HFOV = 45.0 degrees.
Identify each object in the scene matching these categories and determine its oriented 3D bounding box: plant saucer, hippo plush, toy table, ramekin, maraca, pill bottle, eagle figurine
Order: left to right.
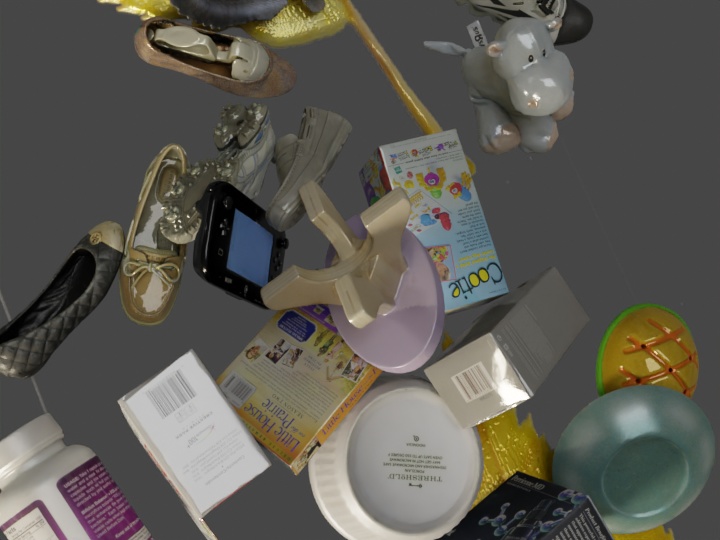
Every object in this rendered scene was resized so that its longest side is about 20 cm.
[{"bbox_3d":[-0.292,0.248,0.869,0.112,0.112,0.201,-34,88,-18],"label":"pill bottle"},{"bbox_3d":[-0.130,-0.375,1.037,0.198,0.152,0.152,-8,108,4],"label":"eagle figurine"},{"bbox_3d":[0.000,0.000,0.903,0.184,0.117,0.200,-45,50,8],"label":"toy table"},{"bbox_3d":[0.046,0.212,0.972,0.200,0.094,0.205,3,77,-14],"label":"ramekin"},{"bbox_3d":[0.209,-0.255,1.077,0.158,0.161,0.201,-25,85,-17],"label":"hippo plush"},{"bbox_3d":[0.326,0.233,1.016,0.199,0.039,0.203,-1,110,-4],"label":"plant saucer"},{"bbox_3d":[0.346,0.141,1.058,0.136,0.107,0.202,12,84,-10],"label":"maraca"}]

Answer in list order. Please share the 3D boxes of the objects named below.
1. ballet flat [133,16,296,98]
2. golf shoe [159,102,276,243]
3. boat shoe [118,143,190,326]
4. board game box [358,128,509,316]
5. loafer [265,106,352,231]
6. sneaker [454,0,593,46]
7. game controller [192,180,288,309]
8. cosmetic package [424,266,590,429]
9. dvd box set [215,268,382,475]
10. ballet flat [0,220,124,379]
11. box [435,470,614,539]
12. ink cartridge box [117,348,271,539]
[{"bbox_3d":[-0.169,-0.254,1.030,0.198,0.067,0.069,9,77,-13],"label":"ballet flat"},{"bbox_3d":[-0.146,-0.093,0.978,0.078,0.098,0.201,11,56,30],"label":"golf shoe"},{"bbox_3d":[-0.226,-0.040,0.972,0.072,0.063,0.203,14,75,-11],"label":"boat shoe"},{"bbox_3d":[0.083,-0.048,1.031,0.104,0.103,0.202,-14,82,-17],"label":"board game box"},{"bbox_3d":[-0.072,-0.121,1.001,0.069,0.070,0.201,28,43,-4],"label":"loafer"},{"bbox_3d":[0.227,-0.358,1.144,0.198,0.088,0.075,12,74,-13],"label":"sneaker"},{"bbox_3d":[-0.125,-0.022,0.934,0.042,0.200,0.105,-5,76,15],"label":"game controller"},{"bbox_3d":[0.170,0.083,0.981,0.200,0.107,0.091,-30,85,-50],"label":"cosmetic package"},{"bbox_3d":[-0.059,0.106,0.962,0.146,0.029,0.200,29,68,32],"label":"dvd box set"},{"bbox_3d":[-0.321,0.027,0.929,0.066,0.057,0.201,21,70,34],"label":"ballet flat"},{"bbox_3d":[0.161,0.330,0.939,0.199,0.148,0.108,-34,99,-19],"label":"box"},{"bbox_3d":[-0.158,0.186,0.869,0.084,0.200,0.176,-34,88,-19],"label":"ink cartridge box"}]
